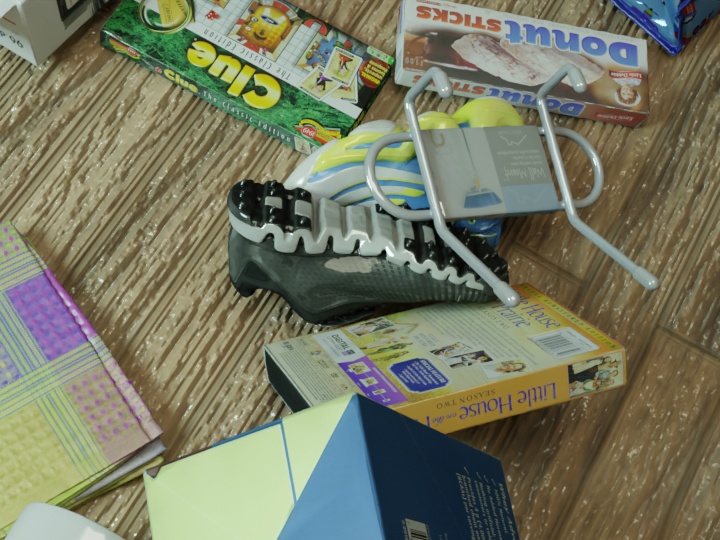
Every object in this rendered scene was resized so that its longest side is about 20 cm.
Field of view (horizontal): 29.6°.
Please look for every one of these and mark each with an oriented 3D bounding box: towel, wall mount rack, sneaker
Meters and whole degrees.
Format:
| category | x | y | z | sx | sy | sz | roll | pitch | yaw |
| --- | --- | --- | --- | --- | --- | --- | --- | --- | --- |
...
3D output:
| category | x | y | z | sx | sy | sz | roll | pitch | yaw |
| --- | --- | --- | --- | --- | --- | --- | --- | --- | --- |
| towel | -0.234 | 0.075 | 0.882 | 0.143 | 0.023 | 0.200 | -31 | 73 | -21 |
| wall mount rack | 0.109 | -0.052 | 0.916 | 0.199 | 0.075 | 0.175 | -6 | 72 | -29 |
| sneaker | 0.000 | 0.000 | 0.930 | 0.199 | 0.091 | 0.067 | 12 | 35 | -9 |
| sneaker | 0.046 | -0.055 | 0.967 | 0.199 | 0.076 | 0.105 | -22 | 71 | -20 |

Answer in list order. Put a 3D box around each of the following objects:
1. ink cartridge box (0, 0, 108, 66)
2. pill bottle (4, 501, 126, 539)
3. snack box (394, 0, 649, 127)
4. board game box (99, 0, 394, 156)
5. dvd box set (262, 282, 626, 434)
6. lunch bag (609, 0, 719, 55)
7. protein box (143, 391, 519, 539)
| category | x | y | z | sx | sy | sz | roll | pitch | yaw |
| --- | --- | --- | --- | --- | --- | --- | --- | --- | --- |
| ink cartridge box | -0.244 | -0.230 | 0.993 | 0.116 | 0.068 | 0.200 | 30 | 62 | 19 |
| pill bottle | -0.196 | 0.240 | 0.758 | 0.113 | 0.113 | 0.200 | 26 | 62 | 3 |
| snack box | 0.126 | -0.162 | 1.057 | 0.199 | 0.024 | 0.072 | 9 | 63 | -10 |
| board game box | -0.084 | -0.165 | 1.027 | 0.199 | 0.023 | 0.105 | 28 | 65 | 4 |
| dvd box set | 0.050 | 0.061 | 0.886 | 0.199 | 0.146 | 0.030 | -13 | 111 | -17 |
| lunch bag | 0.231 | -0.299 | 1.122 | 0.200 | 0.094 | 0.151 | 38 | 66 | 19 |
| protein box | 0.005 | 0.197 | 0.745 | 0.134 | 0.200 | 0.199 | -22 | 65 | 20 |
